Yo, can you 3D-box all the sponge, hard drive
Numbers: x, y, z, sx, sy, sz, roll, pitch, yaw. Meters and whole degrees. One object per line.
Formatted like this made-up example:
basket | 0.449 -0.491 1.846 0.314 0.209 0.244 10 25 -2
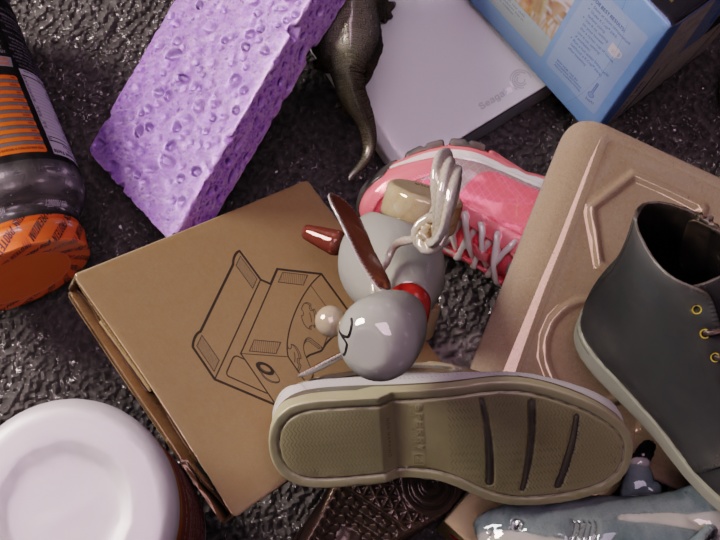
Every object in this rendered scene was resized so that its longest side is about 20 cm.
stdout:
sponge | -0.092 -0.129 0.804 0.111 0.030 0.201 41 104 35
hard drive | 0.028 -0.176 0.883 0.131 0.026 0.201 -31 76 -9

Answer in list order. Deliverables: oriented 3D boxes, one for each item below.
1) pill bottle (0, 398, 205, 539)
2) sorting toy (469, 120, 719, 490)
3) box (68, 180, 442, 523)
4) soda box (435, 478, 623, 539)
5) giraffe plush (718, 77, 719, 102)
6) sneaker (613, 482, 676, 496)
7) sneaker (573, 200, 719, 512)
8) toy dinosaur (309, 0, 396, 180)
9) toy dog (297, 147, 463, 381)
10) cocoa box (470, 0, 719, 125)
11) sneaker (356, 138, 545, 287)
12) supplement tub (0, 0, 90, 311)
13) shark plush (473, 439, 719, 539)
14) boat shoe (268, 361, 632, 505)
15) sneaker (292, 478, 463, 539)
pill bottle | -0.144 0.144 0.696 0.110 0.200 0.114 0 73 0
sorting toy | 0.184 0.029 0.755 0.198 0.037 0.187 23 77 3
box | -0.056 0.040 0.766 0.199 0.021 0.164 -26 75 -45
soda box | 0.138 0.108 0.784 0.068 0.064 0.200 41 78 10
giraffe plush | 0.345 -0.126 0.803 0.199 0.162 0.173 -35 77 -10
sneaker | 0.148 0.214 0.747 0.077 0.077 0.202 21 76 3
sneaker | 0.199 0.058 0.648 0.199 0.107 0.075 40 58 22
toy dinosaur | -0.008 -0.163 0.811 0.076 0.102 0.203 14 73 4
toy dog | 0.000 0.000 0.713 0.095 0.200 0.134 13 85 6
cocoa box | 0.152 -0.222 0.831 0.131 0.134 0.201 -35 78 -25
sneaker | 0.094 -0.025 0.800 0.197 0.074 0.088 7 45 0
supplement tub | -0.252 -0.082 0.800 0.121 0.123 0.202 -23 75 -8
shark plush | 0.165 0.128 0.687 0.198 0.091 0.084 -31 57 5
boat shoe | 0.049 0.081 0.697 0.197 0.069 0.076 5 108 -1
sneaker | -0.005 0.153 0.762 0.070 0.076 0.200 43 69 -3
